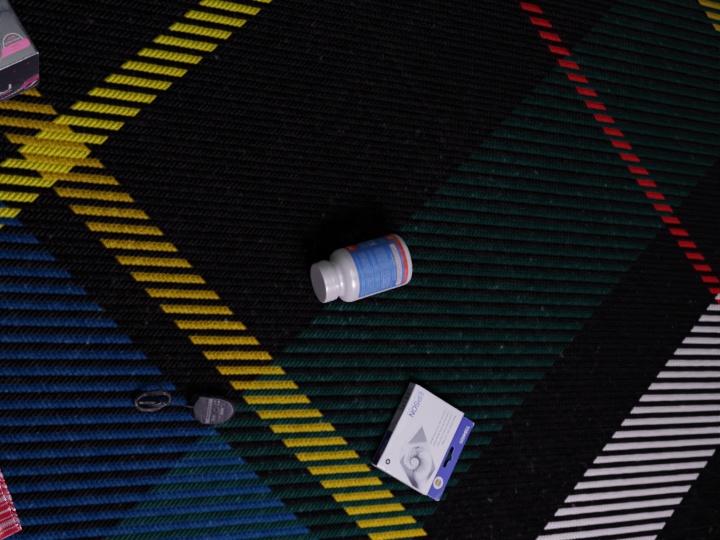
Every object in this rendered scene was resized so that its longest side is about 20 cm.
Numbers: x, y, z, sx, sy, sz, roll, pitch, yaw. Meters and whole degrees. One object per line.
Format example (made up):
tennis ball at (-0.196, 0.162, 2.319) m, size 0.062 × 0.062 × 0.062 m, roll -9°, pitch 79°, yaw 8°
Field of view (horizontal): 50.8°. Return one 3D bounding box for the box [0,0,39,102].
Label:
box at (-0.622, -0.360, 1.279) m, size 0.121 × 0.199 × 0.107 m, roll -33°, pitch 101°, yaw -20°

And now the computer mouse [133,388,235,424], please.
computer mouse at (-0.341, 0.261, 1.483) m, size 0.196 × 0.034 × 0.060 m, roll 11°, pitch 101°, yaw -18°

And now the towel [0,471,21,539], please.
towel at (-0.698, 0.396, 1.327) m, size 0.142 × 0.022 × 0.204 m, roll -21°, pitch 97°, yaw -22°

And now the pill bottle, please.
pill bottle at (0.000, 0.000, 1.588) m, size 0.197 × 0.112 × 0.115 m, roll -16°, pitch 95°, yaw -24°

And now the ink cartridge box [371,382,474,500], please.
ink cartridge box at (0.149, 0.384, 1.683) m, size 0.198 × 0.040 × 0.202 m, roll 32°, pitch 77°, yaw -20°
